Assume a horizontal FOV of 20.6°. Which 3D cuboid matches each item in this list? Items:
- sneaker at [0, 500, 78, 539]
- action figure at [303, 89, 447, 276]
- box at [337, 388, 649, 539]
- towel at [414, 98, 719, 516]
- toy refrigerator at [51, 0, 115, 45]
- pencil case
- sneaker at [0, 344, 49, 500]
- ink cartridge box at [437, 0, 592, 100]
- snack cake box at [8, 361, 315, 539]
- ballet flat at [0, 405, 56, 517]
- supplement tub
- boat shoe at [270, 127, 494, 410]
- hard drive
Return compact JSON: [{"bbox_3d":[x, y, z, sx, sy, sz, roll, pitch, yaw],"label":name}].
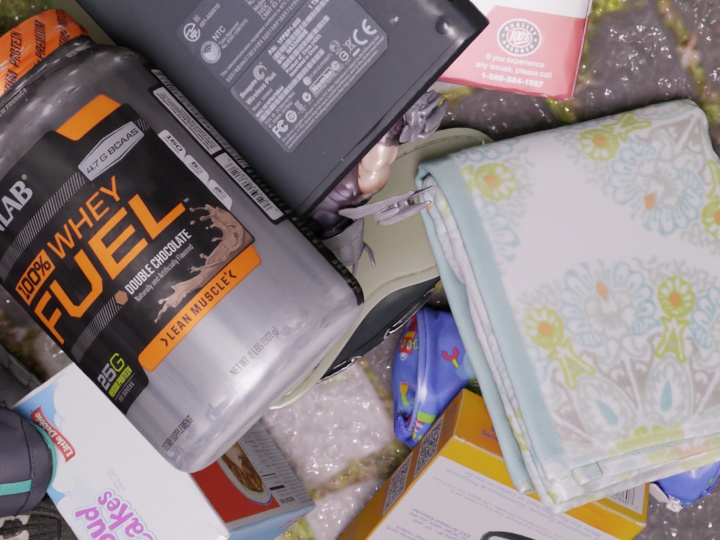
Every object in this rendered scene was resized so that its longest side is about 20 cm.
[{"bbox_3d":[-0.215,0.202,1.140,0.200,0.077,0.088,-36,126,28],"label":"sneaker"},{"bbox_3d":[-0.025,-0.092,0.986,0.129,0.069,0.202,-11,99,19],"label":"action figure"},{"bbox_3d":[0.062,0.156,1.115,0.118,0.042,0.200,26,137,-11],"label":"box"},{"bbox_3d":[0.135,0.016,1.057,0.170,0.048,0.201,-13,75,-21],"label":"towel"},{"bbox_3d":[-0.100,-0.107,1.055,0.076,0.070,0.201,-31,106,-27],"label":"toy refrigerator"},{"bbox_3d":[0.114,0.079,1.113,0.198,0.078,0.088,12,71,-4],"label":"pencil case"},{"bbox_3d":[-0.224,0.075,1.067,0.075,0.116,0.201,-21,120,9],"label":"sneaker"},{"bbox_3d":[0.055,-0.203,1.035,0.146,0.083,0.202,9,105,-3],"label":"ink cartridge box"},{"bbox_3d":[-0.099,0.103,1.039,0.067,0.200,0.115,-35,81,8],"label":"snack cake box"},{"bbox_3d":[-0.238,0.077,0.960,0.199,0.073,0.074,14,108,32],"label":"ballet flat"},{"bbox_3d":[-0.104,-0.016,0.914,0.123,0.122,0.200,-45,86,10],"label":"supplement tub"},{"bbox_3d":[0.002,0.002,1.095,0.074,0.066,0.200,39,78,2],"label":"boat shoe"},{"bbox_3d":[-0.056,-0.139,0.928,0.200,0.033,0.140,47,118,3],"label":"hard drive"}]
